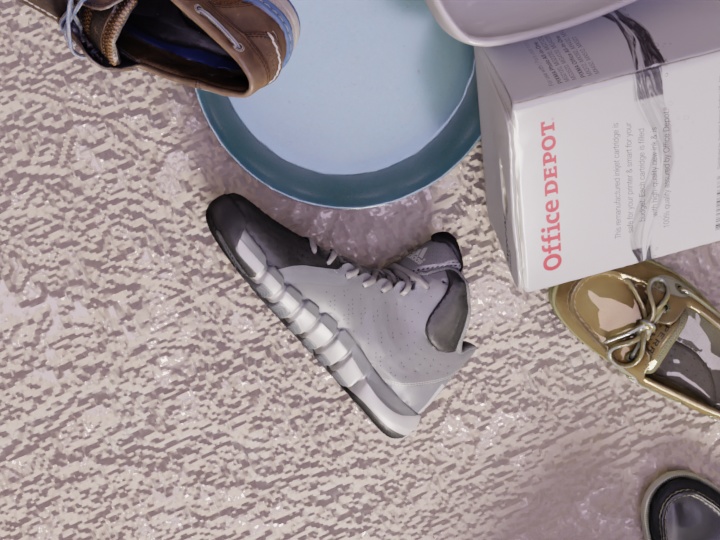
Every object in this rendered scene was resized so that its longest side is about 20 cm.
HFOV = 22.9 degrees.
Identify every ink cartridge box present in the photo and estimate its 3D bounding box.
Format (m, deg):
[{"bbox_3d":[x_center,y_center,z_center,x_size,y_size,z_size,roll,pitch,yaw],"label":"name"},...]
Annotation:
[{"bbox_3d":[0.173,-0.086,1.069,0.198,0.084,0.146,-14,132,-7],"label":"ink cartridge box"}]

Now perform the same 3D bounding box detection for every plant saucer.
[{"bbox_3d":[-0.007,-0.139,1.080,0.198,0.027,0.203,-2,104,-10],"label":"plant saucer"}]

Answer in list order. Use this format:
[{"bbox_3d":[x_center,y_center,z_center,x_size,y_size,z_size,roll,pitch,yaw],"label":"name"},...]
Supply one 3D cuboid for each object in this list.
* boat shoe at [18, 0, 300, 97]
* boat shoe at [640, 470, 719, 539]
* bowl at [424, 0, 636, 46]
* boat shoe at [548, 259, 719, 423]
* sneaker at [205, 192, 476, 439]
[{"bbox_3d":[-0.135,-0.154,1.003,0.198,0.073,0.073,18,130,4],"label":"boat shoe"},{"bbox_3d":[0.255,0.224,1.190,0.074,0.066,0.201,-28,106,-2],"label":"boat shoe"},{"bbox_3d":[0.098,-0.240,1.032,0.198,0.075,0.202,-22,95,-13],"label":"bowl"},{"bbox_3d":[0.211,0.053,1.144,0.200,0.063,0.073,36,95,-16],"label":"boat shoe"},{"bbox_3d":[0.000,0.000,1.097,0.115,0.075,0.200,-42,117,-4],"label":"sneaker"}]
